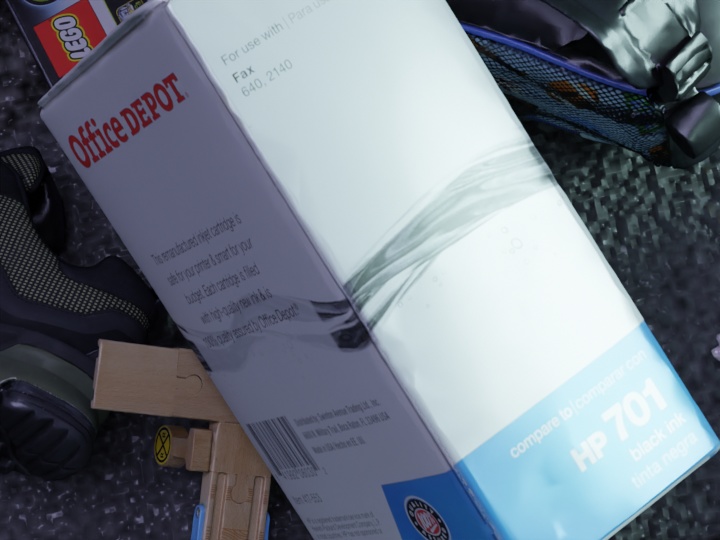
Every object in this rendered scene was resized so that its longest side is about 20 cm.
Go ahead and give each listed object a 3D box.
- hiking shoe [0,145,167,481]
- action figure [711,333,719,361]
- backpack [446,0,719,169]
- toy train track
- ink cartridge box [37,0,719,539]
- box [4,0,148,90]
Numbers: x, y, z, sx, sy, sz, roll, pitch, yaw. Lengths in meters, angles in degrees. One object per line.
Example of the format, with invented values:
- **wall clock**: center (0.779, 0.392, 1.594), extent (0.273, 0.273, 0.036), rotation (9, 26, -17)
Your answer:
- **hiking shoe**: center (-0.156, -0.004, 0.859), extent (0.199, 0.076, 0.101), rotation (28, 61, 19)
- **action figure**: center (0.211, 0.036, 0.771), extent (0.148, 0.134, 0.201), rotation (17, 111, -19)
- **backpack**: center (0.059, -0.140, 0.806), extent (0.190, 0.154, 0.201), rotation (21, 73, 7)
- **toy train track**: center (-0.049, 0.084, 0.825), extent (0.114, 0.032, 0.201), rotation (9, 85, -28)
- **ink cartridge box**: center (0.000, 0.000, 0.745), extent (0.086, 0.146, 0.201), rotation (-33, 94, -22)
- **box**: center (-0.106, -0.168, 0.899), extent (0.110, 0.035, 0.201), rotation (-29, 74, 2)
